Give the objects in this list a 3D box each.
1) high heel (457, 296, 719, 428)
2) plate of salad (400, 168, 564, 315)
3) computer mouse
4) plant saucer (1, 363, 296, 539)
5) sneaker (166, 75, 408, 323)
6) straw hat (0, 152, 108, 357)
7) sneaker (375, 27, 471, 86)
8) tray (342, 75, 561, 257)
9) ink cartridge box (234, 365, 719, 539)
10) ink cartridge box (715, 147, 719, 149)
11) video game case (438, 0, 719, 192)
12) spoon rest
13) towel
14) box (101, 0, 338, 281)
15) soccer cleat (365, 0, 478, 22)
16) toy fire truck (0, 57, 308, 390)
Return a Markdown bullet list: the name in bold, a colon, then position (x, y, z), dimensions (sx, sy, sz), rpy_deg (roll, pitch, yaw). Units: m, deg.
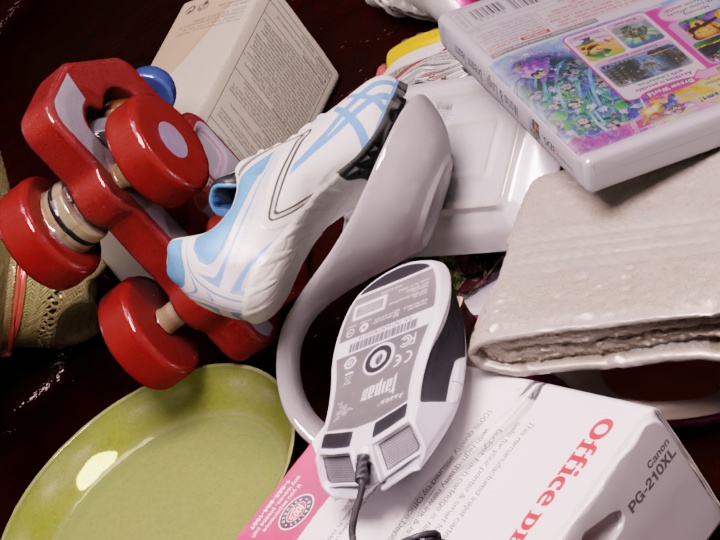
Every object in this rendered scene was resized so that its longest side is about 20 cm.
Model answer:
- **high heel**: position (0.115, 0.055, 1.386), dimensions (0.199, 0.096, 0.068), rpy_deg (14, 70, 25)
- **plate of salad**: position (0.100, -0.047, 1.500), dimensions (0.199, 0.048, 0.200), rpy_deg (-30, 27, 17)
- **computer mouse**: position (0.018, 0.079, 1.280), dimensions (0.109, 0.044, 0.201), rpy_deg (-22, 38, 35)
- **plant saucer**: position (-0.115, 0.136, 1.502), dimensions (0.199, 0.031, 0.201), rpy_deg (-25, 33, 18)
- **sneaker**: position (-0.035, -0.050, 1.458), dimensions (0.072, 0.072, 0.200), rpy_deg (28, 48, 13)
- **straw hat**: position (-0.202, 0.009, 1.684), dimensions (0.085, 0.202, 0.202), rpy_deg (7, 36, -8)
- **sneaker**: position (0.086, -0.113, 1.584), dimensions (0.199, 0.078, 0.082), rpy_deg (-26, 26, 35)
- **tray**: position (0.048, -0.062, 1.496), dimensions (0.200, 0.022, 0.108), rpy_deg (-3, 69, 58)
- **ink cartridge box**: position (0.054, 0.128, 1.300), dimensions (0.199, 0.084, 0.145), rpy_deg (10, 55, 50)
- **ink cartridge box**: position (0.191, -0.144, 1.468), dimensions (0.159, 0.047, 0.201), rpy_deg (-14, 48, -4)
- **video game case**: position (0.165, -0.119, 1.395), dimensions (0.199, 0.024, 0.182), rpy_deg (-19, 35, -14)
- **spoon rest**: position (0.000, 0.000, 1.443), dimensions (0.060, 0.099, 0.201), rpy_deg (17, 93, 9)
- **towel**: position (0.158, -0.010, 1.303), dimensions (0.199, 0.035, 0.133), rpy_deg (-7, 39, 28)
- **box**: position (-0.097, -0.080, 1.703), dimensions (0.077, 0.095, 0.201), rpy_deg (-11, 39, 37)
- **soccer cleat**: position (0.043, -0.187, 1.743), dimensions (0.086, 0.070, 0.200), rpy_deg (-45, 27, 17)
- **toy fire truck**: position (-0.112, -0.042, 1.549), dimensions (0.112, 0.200, 0.168), rpy_deg (-36, 19, 23)
